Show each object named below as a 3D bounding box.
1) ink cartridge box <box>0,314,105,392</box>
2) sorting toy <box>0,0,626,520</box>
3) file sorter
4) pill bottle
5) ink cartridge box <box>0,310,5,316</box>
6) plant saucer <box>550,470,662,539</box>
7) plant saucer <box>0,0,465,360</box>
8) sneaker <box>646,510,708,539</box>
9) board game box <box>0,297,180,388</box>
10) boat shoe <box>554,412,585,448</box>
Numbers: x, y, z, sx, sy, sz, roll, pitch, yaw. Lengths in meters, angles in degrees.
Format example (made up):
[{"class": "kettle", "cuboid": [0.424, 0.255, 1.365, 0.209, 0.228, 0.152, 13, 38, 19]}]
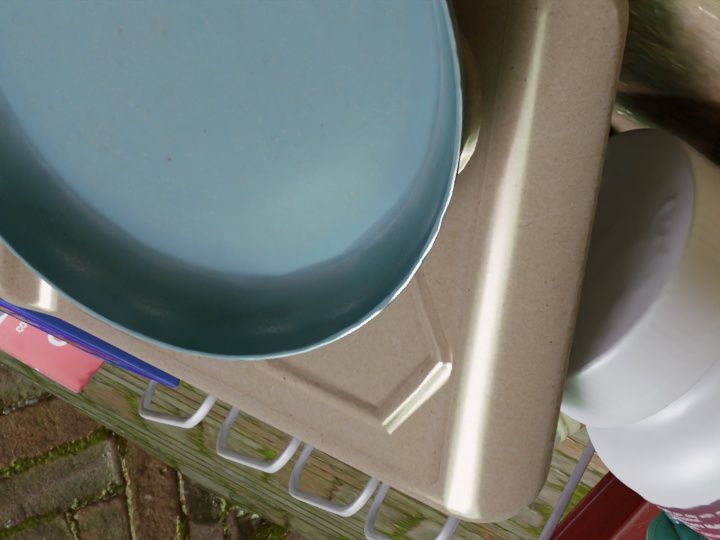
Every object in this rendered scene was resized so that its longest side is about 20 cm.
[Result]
[{"class": "ink cartridge box", "cuboid": [-0.167, -0.065, 1.085, 0.200, 0.084, 0.144, 31, -149, -20]}, {"class": "sorting toy", "cuboid": [-0.021, -0.038, 0.818, 0.200, 0.186, 0.036, 22, -146, 23]}, {"class": "file sorter", "cuboid": [0.008, 0.066, 1.379, 0.200, 0.125, 0.139, 30, 171, -16]}, {"class": "pill bottle", "cuboid": [0.143, 0.042, 0.886, 0.200, 0.110, 0.109, 33, 170, -30]}, {"class": "ink cartridge box", "cuboid": [-0.218, -0.044, 0.918, 0.083, 0.145, 0.200, 25, 141, 46]}, {"class": "plant saucer", "cuboid": [0.113, 0.149, 1.340, 0.037, 0.200, 0.200, 45, 170, 0]}, {"class": "plant saucer", "cuboid": [-0.052, -0.070, 0.769, 0.200, 0.027, 0.201, 17, 123, 27]}, {"class": "sneaker", "cuboid": [0.184, 0.118, 1.140, 0.200, 0.120, 0.084, 180, 73, -73]}, {"class": "board game box", "cuboid": [-0.112, -0.056, 0.925, 0.045, 0.135, 0.200, 18, 172, 41]}, {"class": "boat shoe", "cuboid": [0.007, 0.002, 1.085, 0.200, 0.063, 0.073, 46, 171, 10]}]
